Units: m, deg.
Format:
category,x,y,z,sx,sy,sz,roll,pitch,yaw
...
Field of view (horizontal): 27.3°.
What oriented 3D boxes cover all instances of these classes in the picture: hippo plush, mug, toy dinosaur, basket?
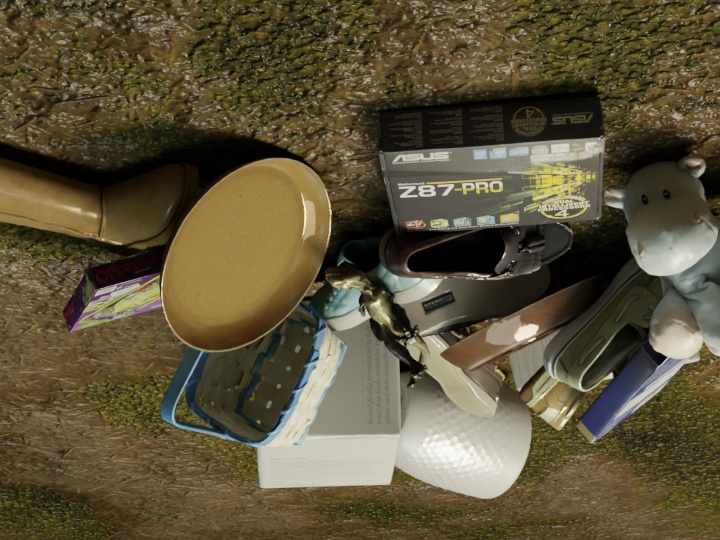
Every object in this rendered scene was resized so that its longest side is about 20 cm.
category,x,y,z,sx,sy,sz,roll,pitch,yaw
hippo plush,0.325,-0.035,1.401,0.158,0.201,0.161,-17,129,19
mug,0.091,0.194,1.896,0.174,0.149,0.199,19,180,-31
toy dinosaur,0.038,0.062,1.488,0.047,0.088,0.200,-36,131,4
basket,-0.114,0.095,1.519,0.138,0.178,0.200,24,173,28

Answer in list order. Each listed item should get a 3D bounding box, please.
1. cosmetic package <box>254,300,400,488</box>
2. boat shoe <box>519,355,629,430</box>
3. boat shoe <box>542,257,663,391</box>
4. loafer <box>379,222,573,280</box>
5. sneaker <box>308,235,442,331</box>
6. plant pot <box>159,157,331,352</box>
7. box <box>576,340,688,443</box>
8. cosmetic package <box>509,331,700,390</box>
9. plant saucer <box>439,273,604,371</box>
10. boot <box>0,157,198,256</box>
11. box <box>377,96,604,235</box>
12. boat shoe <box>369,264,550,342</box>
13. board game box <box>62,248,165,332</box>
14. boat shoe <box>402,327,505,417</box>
category,x,y,z,sx,sy,sz,roll,pitch,yaw
cosmetic package,-0.041,0.147,1.726,0.163,0.167,0.200,-1,157,-3
boat shoe,0.266,0.090,1.622,0.200,0.076,0.072,-46,174,4
boat shoe,0.279,0.052,1.543,0.200,0.062,0.072,-43,135,-7
loafer,0.120,-0.018,1.448,0.198,0.073,0.063,-6,-165,-13
sneaker,0.000,0.000,1.544,0.082,0.074,0.199,41,139,-23
plant pot,-0.111,-0.018,1.387,0.027,0.201,0.200,33,179,37
box,0.309,0.095,1.538,0.121,0.032,0.200,-30,162,-34
cosmetic package,0.280,0.088,1.712,0.198,0.075,0.101,-15,169,24
plant saucer,0.181,0.062,1.608,0.199,0.035,0.200,-26,172,-4
boot,-0.270,-0.070,1.353,0.199,0.067,0.175,16,150,-32
box,0.121,-0.093,1.350,0.198,0.050,0.162,-3,153,5
boat shoe,0.108,0.024,1.603,0.198,0.075,0.093,-15,-179,7
board game box,-0.191,0.007,1.483,0.198,0.033,0.120,-16,161,-30
boat shoe,0.109,0.098,1.750,0.071,0.060,0.200,3,146,42
